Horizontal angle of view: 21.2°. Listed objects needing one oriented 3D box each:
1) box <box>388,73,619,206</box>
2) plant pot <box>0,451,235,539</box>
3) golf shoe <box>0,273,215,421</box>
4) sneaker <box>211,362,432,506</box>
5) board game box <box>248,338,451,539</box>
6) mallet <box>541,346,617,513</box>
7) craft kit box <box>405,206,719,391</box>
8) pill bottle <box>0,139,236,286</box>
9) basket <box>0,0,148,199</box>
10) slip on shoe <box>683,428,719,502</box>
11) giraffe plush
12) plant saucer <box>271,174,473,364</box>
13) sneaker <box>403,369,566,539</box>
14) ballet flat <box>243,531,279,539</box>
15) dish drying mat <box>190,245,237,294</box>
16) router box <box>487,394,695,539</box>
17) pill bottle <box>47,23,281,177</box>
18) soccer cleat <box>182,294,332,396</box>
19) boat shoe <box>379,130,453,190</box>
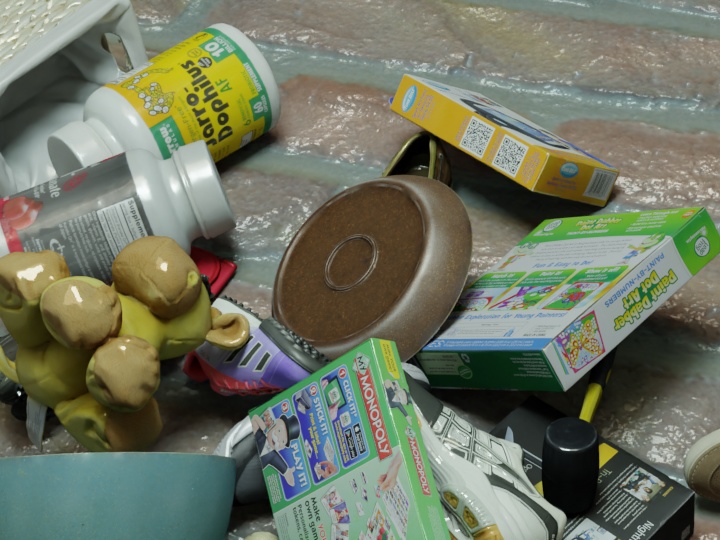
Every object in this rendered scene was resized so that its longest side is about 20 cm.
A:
[{"bbox_3d":[0.119,-0.121,1.703,0.200,0.042,0.119,35,17,35],"label":"box"},{"bbox_3d":[-0.188,0.204,1.371,0.200,0.200,0.135,-3,80,6],"label":"plant pot"},{"bbox_3d":[-0.219,0.041,1.581,0.200,0.078,0.094,-27,45,-20],"label":"golf shoe"},{"bbox_3d":[-0.015,0.146,1.462,0.200,0.076,0.114,-23,42,-19],"label":"sneaker"},{"bbox_3d":[-0.005,0.166,1.364,0.135,0.029,0.200,-31,63,34],"label":"board game box"},{"bbox_3d":[0.173,0.103,1.438,0.041,0.066,0.200,9,31,15],"label":"mallet"},{"bbox_3d":[0.153,0.022,1.521,0.197,0.049,0.200,-41,20,-27],"label":"craft kit box"},{"bbox_3d":[-0.212,-0.039,1.649,0.200,0.111,0.111,-21,44,-2],"label":"pill bottle"},{"bbox_3d":[-0.310,-0.172,1.808,0.123,0.136,0.200,24,52,35],"label":"basket"},{"bbox_3d":[0.337,0.156,1.401,0.200,0.076,0.061,5,38,3],"label":"slip on shoe"},{"bbox_3d":[-0.174,0.043,1.454,0.162,0.200,0.173,-35,81,-32],"label":"giraffe plush"},{"bbox_3d":[0.000,0.000,1.578,0.200,0.034,0.200,-23,47,27],"label":"plant saucer"},{"bbox_3d":[0.070,0.140,1.388,0.088,0.076,0.200,-11,49,-34],"label":"sneaker"},{"bbox_3d":[-0.074,0.263,1.363,0.066,0.057,0.200,-2,44,6],"label":"ballet flat"},{"bbox_3d":[-0.190,0.047,1.638,0.077,0.018,0.200,18,49,27],"label":"dish drying mat"},{"bbox_3d":[0.122,0.198,1.403,0.157,0.052,0.200,31,56,34],"label":"router box"},{"bbox_3d":[-0.181,-0.135,1.760,0.200,0.113,0.113,-32,48,-24],"label":"pill bottle"},{"bbox_3d":[-0.082,0.074,1.517,0.073,0.068,0.200,-56,27,-6],"label":"soccer cleat"},{"bbox_3d":[0.024,-0.041,1.660,0.072,0.068,0.200,7,46,17],"label":"boat shoe"}]
